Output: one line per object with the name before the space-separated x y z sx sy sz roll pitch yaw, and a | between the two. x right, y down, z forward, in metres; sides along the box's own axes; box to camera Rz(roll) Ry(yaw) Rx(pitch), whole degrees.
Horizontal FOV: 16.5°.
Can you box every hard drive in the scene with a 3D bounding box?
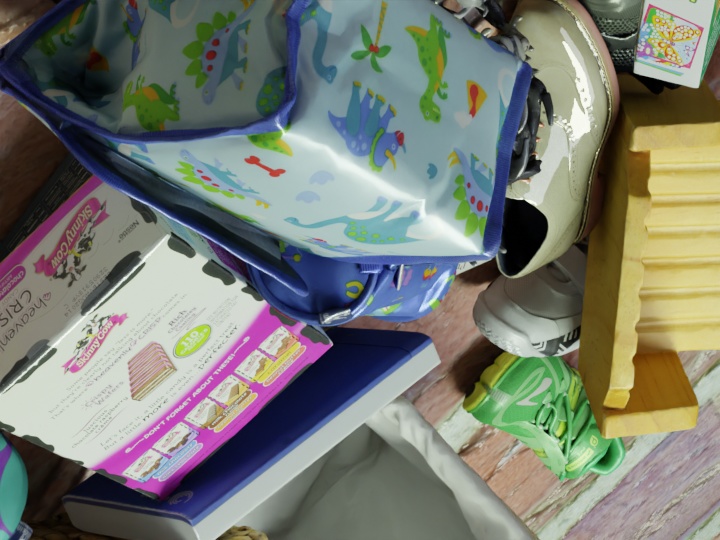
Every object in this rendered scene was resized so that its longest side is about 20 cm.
hard drive | -0.064 0.094 1.465 0.200 0.132 0.025 -36 113 -33

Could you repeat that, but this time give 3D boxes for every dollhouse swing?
dollhouse swing | 0.236 -0.010 1.572 0.175 0.182 0.201 4 108 -3

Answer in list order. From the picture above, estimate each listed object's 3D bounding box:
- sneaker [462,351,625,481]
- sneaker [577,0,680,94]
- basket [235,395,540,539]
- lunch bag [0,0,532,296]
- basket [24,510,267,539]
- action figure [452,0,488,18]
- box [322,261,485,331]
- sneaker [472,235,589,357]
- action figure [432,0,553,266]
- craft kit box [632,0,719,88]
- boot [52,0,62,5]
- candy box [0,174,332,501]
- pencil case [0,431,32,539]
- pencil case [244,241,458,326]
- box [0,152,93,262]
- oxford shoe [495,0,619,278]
sneaker | 0.142 0.103 1.795 0.074 0.084 0.200 -49 150 11
sneaker | 0.208 -0.182 1.521 0.199 0.076 0.115 -29 150 -19
basket | 0.003 0.190 1.613 0.200 0.198 0.161 -46 162 4
lunch bag | -0.050 -0.072 1.169 0.170 0.199 0.128 31 67 -45
basket | -0.149 0.230 1.441 0.142 0.199 0.150 -17 103 -40
action figure | 0.094 -0.197 1.272 0.200 0.130 0.070 -58 166 -31
box | 0.000 0.000 1.531 0.199 0.039 0.042 -22 145 -33
sneaker | 0.159 -0.020 1.671 0.199 0.075 0.115 -22 143 -40
action figure | 0.055 -0.110 1.380 0.119 0.102 0.201 -15 118 -49
craft kit box | 0.204 -0.239 1.370 0.198 0.048 0.201 87 22 -52
boot | -0.067 -0.158 1.230 0.199 0.098 0.075 13 152 -27
candy box | -0.117 0.036 1.306 0.136 0.061 0.200 -42 151 6
pencil case | -0.248 0.095 1.299 0.093 0.085 0.200 -68 154 -16
pencil case | 0.001 -0.010 1.353 0.200 0.086 0.079 3 94 -76
box | -0.106 -0.027 1.352 0.200 0.051 0.157 -51 149 14
oxford shoe | 0.110 -0.079 1.500 0.074 0.070 0.201 -45 142 -36
